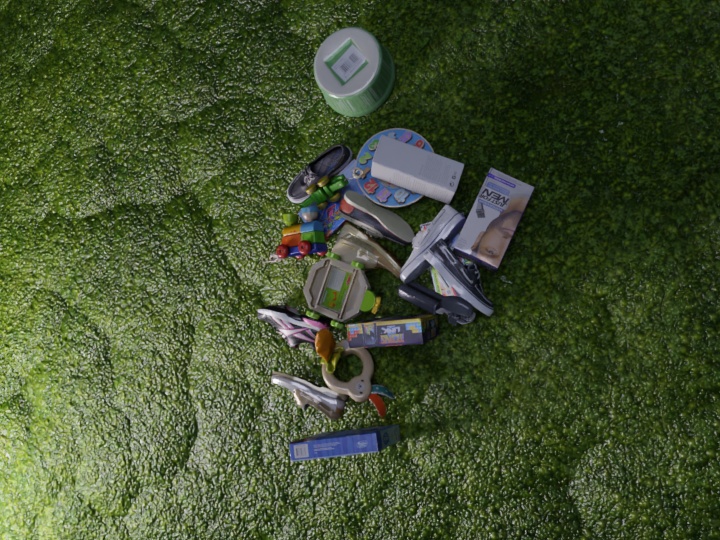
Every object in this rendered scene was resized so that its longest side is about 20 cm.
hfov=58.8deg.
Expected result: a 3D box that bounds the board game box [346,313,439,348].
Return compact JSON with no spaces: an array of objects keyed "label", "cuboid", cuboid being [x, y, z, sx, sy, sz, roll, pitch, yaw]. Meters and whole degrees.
[{"label":"board game box","cuboid":[0.077,0.132,1.409,0.162,0.200,0.058,-5,88,17]}]

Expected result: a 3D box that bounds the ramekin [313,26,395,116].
[{"label":"ramekin","cuboid":[-0.019,-0.491,1.567,0.196,0.098,0.204,-2,83,17]}]

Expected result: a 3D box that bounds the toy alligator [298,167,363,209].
[{"label":"toy alligator","cuboid":[-0.067,-0.205,1.543,0.198,0.055,0.060,-27,114,29]}]

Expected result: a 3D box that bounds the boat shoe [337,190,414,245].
[{"label":"boat shoe","cuboid":[0.036,-0.113,1.522,0.198,0.071,0.063,32,126,4]}]

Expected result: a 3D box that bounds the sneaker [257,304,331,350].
[{"label":"sneaker","cuboid":[-0.169,0.143,1.555,0.197,0.080,0.088,15,99,24]}]

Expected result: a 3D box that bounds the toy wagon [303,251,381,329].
[{"label":"toy wagon","cuboid":[-0.037,0.053,1.465,0.197,0.039,0.158,20,89,24]}]

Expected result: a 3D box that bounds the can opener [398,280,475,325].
[{"label":"can opener","cuboid":[0.169,0.060,1.417,0.198,0.053,0.068,28,132,36]}]

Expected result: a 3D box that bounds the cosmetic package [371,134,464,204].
[{"label":"cosmetic package","cuboid":[0.127,-0.227,1.452,0.197,0.101,0.072,20,81,3]}]

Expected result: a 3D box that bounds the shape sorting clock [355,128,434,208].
[{"label":"shape sorting clock","cuboid":[0.084,-0.247,1.527,0.196,0.039,0.204,-2,78,10]}]

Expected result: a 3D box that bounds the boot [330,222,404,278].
[{"label":"boot","cuboid":[0.000,0.000,1.517,0.199,0.073,0.157,37,95,20]}]

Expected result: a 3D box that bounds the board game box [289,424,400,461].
[{"label":"board game box","cuboid":[-0.029,0.379,1.416,0.196,0.199,0.044,-11,78,16]}]

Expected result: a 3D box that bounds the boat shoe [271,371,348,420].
[{"label":"boat shoe","cuboid":[-0.130,0.296,1.523,0.197,0.075,0.070,17,83,18]}]

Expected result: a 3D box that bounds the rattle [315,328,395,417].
[{"label":"rattle","cuboid":[-0.008,0.227,1.450,0.129,0.144,0.200,-24,55,-27]}]

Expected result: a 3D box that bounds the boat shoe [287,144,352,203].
[{"label":"boat shoe","cuboid":[-0.108,-0.243,1.583,0.198,0.066,0.071,-33,75,12]}]

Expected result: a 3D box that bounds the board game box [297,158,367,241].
[{"label":"board game box","cuboid":[-0.054,-0.171,1.583,0.200,0.019,0.103,-42,72,9]}]

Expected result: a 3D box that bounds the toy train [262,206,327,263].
[{"label":"toy train","cuboid":[-0.175,-0.087,1.574,0.197,0.084,0.118,-7,85,34]}]

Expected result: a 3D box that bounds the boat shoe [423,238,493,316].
[{"label":"boat shoe","cuboid":[0.228,0.013,1.387,0.200,0.072,0.068,44,99,-3]}]

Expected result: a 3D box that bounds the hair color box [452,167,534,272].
[{"label":"hair color box","cuboid":[0.294,-0.111,1.419,0.108,0.065,0.203,25,84,9]}]

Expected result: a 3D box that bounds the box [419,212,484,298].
[{"label":"box","cuboid":[0.211,-0.021,1.471,0.108,0.035,0.204,-16,79,15]}]

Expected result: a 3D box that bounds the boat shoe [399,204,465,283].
[{"label":"boat shoe","cuboid":[0.151,-0.060,1.446,0.065,0.074,0.200,42,87,21]}]
